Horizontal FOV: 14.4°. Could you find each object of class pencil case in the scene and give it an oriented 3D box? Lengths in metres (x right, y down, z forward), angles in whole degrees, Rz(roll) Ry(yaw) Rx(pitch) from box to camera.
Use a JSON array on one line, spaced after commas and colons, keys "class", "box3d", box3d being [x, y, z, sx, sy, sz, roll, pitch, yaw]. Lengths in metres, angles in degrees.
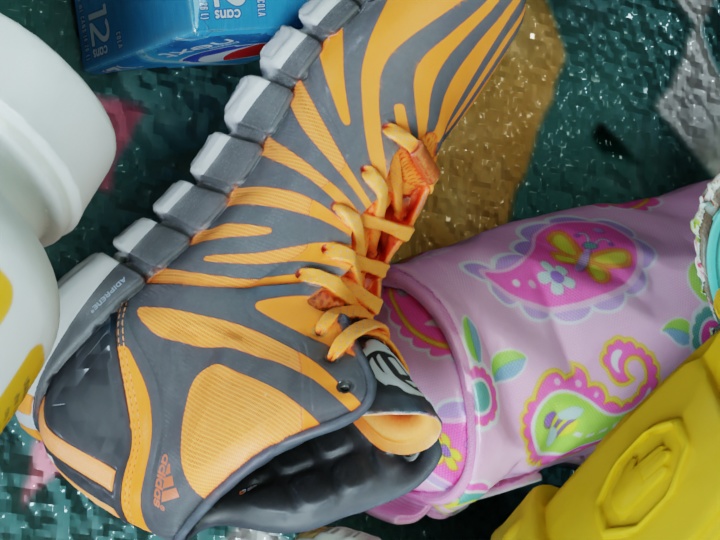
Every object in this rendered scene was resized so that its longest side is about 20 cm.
[{"class": "pencil case", "box3d": [0.080, 0.020, 0.923, 0.200, 0.087, 0.088, -16, 92, -35]}]

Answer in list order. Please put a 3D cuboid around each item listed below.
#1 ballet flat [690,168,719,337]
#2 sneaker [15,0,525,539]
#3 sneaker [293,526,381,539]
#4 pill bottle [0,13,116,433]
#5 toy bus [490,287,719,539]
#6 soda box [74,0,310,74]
[{"class": "ballet flat", "box3d": [0.158, 0.022, 0.897, 0.200, 0.076, 0.064, 58, 36, -37]}, {"class": "sneaker", "box3d": [0.000, 0.000, 0.819, 0.200, 0.112, 0.078, -50, 144, -3]}, {"class": "sneaker", "box3d": [0.027, 0.172, 0.870, 0.088, 0.076, 0.200, -41, 104, -27]}, {"class": "pill bottle", "box3d": [-0.148, 0.024, 0.745, 0.113, 0.113, 0.200, 42, 63, -23]}, {"class": "toy bus", "box3d": [0.166, 0.087, 0.835, 0.200, 0.136, 0.192, 29, 109, -19]}, {"class": "soda box", "box3d": [-0.055, -0.164, 0.863, 0.064, 0.068, 0.200, -7, 87, -35]}]
